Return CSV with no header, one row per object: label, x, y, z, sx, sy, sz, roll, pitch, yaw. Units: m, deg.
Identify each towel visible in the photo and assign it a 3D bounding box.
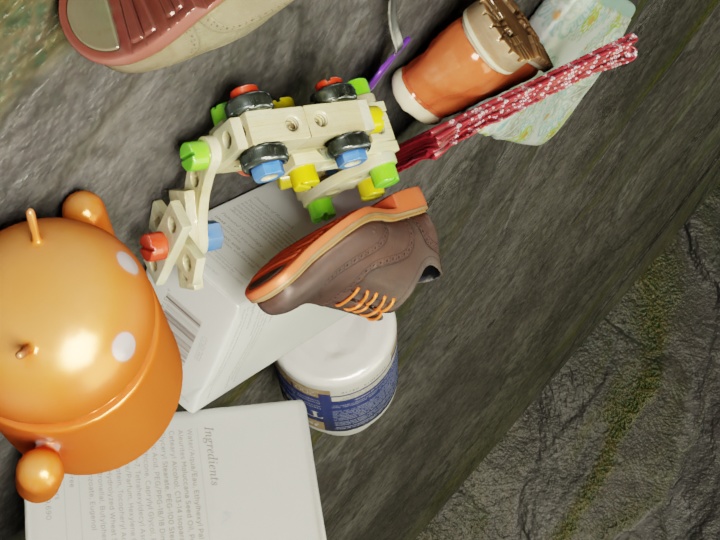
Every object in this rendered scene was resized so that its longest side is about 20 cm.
towel,0.113,-0.129,1.080,0.199,0.023,0.145,-27,-175,-17
towel,0.184,-0.196,1.271,0.172,0.048,0.200,-56,163,14

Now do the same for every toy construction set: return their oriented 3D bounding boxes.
toy construction set,-0.056,-0.066,0.863,0.199,0.093,0.131,-29,179,-36

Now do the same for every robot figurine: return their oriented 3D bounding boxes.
robot figurine,-0.162,0.046,0.748,0.144,0.116,0.200,-45,163,-16

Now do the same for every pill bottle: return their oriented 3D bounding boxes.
pill bottle,-0.021,0.081,1.205,0.111,0.111,0.200,-46,163,-16

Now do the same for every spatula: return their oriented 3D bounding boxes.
spatula,0.026,-0.183,0.920,0.057,0.020,0.201,-53,167,-41

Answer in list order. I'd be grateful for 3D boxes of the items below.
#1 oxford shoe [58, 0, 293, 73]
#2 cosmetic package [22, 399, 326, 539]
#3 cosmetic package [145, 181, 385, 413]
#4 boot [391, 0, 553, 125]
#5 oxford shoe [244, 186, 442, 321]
oxford shoe,-0.048,-0.158,0.651,0.199,0.071,0.075,-25,172,6
cosmetic package,-0.128,0.207,0.954,0.198,0.166,0.165,-5,150,-9
cosmetic package,-0.069,0.004,0.974,0.200,0.081,0.113,-32,156,-51
boot,0.088,-0.165,1.070,0.107,0.075,0.200,-36,176,22
oxford shoe,0.000,0.000,0.888,0.071,0.073,0.200,-27,180,37
